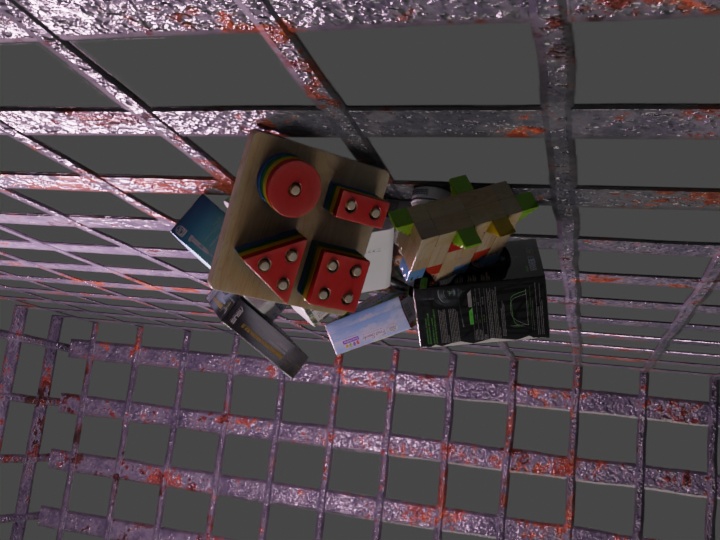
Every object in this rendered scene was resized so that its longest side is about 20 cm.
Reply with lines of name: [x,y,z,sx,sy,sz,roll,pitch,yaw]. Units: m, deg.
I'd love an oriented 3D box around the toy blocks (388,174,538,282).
toy blocks: [0.123,-0.041,1.050,0.196,0.101,0.138,-16,153,-19]

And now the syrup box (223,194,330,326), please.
syrup box: [-0.094,-0.031,1.064,0.202,0.078,0.081,59,166,-28]

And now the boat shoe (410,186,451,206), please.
boat shoe: [0.145,-0.063,1.148,0.071,0.067,0.198,-3,165,40]

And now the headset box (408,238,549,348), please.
headset box: [0.169,0.031,1.156,0.195,0.095,0.175,-6,-161,11]

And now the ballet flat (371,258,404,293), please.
ballet flat: [-0.013,0.004,1.413,0.196,0.077,0.065,-3,134,21]

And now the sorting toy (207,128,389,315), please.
sorting toy: [-0.067,-0.047,0.984,0.195,0.204,0.069,13,-168,-28]

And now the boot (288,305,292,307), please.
boot: [-0.185,0.008,1.428,0.199,0.076,0.073,42,-163,12]

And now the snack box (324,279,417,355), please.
snack box: [0.052,0.078,1.468,0.166,0.069,0.199,-22,-176,29]

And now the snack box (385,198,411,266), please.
snack box: [0.081,-0.053,1.250,0.070,0.025,0.201,7,158,11]

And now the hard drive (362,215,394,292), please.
hard drive: [-0.015,-0.016,1.221,0.129,0.026,0.201,-10,154,-5]

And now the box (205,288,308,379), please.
box: [-0.183,0.097,1.359,0.158,0.049,0.200,43,174,-21]

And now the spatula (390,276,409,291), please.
spatula: [0.000,0.000,1.326,0.197,0.021,0.056,18,147,-24]

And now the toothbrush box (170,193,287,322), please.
toothbrush box: [-0.203,-0.016,1.310,0.199,0.086,0.147,41,172,10]
